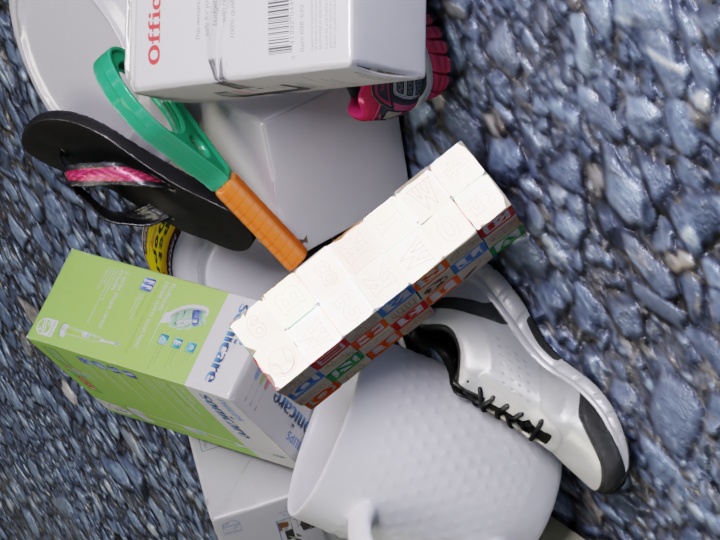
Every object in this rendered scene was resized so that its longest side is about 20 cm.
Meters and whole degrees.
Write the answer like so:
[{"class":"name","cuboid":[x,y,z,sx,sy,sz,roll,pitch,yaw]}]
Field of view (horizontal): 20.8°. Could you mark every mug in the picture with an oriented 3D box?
[{"class":"mug","cuboid":[0.050,0.162,1.447,0.175,0.200,0.148,22,129,-9]}]

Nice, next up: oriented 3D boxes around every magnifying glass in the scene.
[{"class":"magnifying glass","cuboid":[-0.111,-0.076,1.364,0.200,0.022,0.080,45,-163,-15]}]

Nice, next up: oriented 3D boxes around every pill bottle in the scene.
[{"class":"pill bottle","cuboid":[-0.113,-0.013,1.636,0.109,0.109,0.200,66,168,-15]}]

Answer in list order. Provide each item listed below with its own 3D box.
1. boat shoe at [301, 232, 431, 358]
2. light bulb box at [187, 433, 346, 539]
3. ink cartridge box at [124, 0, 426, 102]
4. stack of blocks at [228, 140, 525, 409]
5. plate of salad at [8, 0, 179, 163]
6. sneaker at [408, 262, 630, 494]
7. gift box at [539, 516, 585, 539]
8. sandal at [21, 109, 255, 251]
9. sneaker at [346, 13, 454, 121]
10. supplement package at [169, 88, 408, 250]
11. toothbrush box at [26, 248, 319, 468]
[{"class":"boat shoe","cuboid":[-0.001,0.001,1.543,0.066,0.074,0.200,-30,75,40]},{"class":"light bulb box","cuboid":[-0.072,0.168,1.684,0.200,0.124,0.199,78,175,-51]},{"class":"ink cartridge box","cuboid":[-0.057,-0.190,1.277,0.200,0.085,0.146,-1,87,39]},{"class":"stack of blocks","cuboid":[0.016,0.007,1.349,0.059,0.200,0.115,52,-178,15]},{"class":"plate of salad","cuboid":[-0.192,-0.162,1.454,0.200,0.048,0.200,33,138,35]},{"class":"sneaker","cuboid":[0.112,0.088,1.410,0.200,0.080,0.074,49,152,18]},{"class":"gift box","cuboid":[0.139,0.313,1.501,0.187,0.184,0.200,29,146,62]},{"class":"sandal","cuboid":[-0.170,-0.059,1.439,0.200,0.045,0.075,26,153,15]},{"class":"sneaker","cuboid":[-0.017,-0.195,1.342,0.200,0.075,0.081,55,155,11]},{"class":"supplement package","cuboid":[-0.073,-0.115,1.480,0.200,0.120,0.122,33,142,45]},{"class":"toothbrush box","cuboid":[-0.136,0.071,1.541,0.200,0.086,0.146,15,160,31]}]
